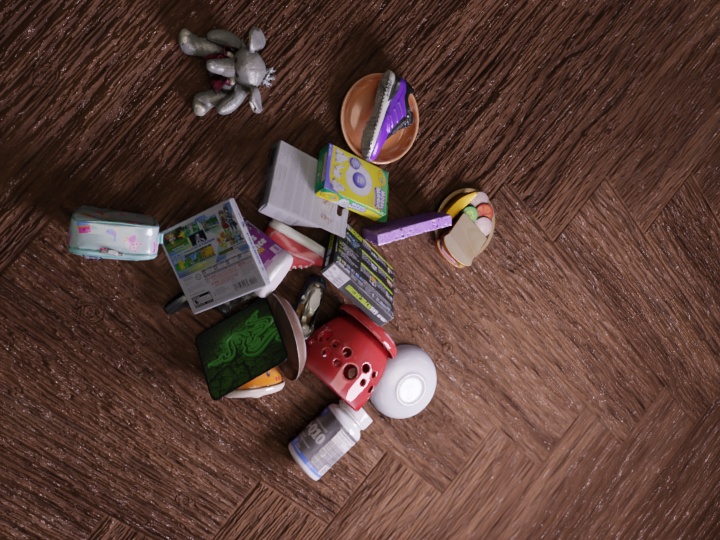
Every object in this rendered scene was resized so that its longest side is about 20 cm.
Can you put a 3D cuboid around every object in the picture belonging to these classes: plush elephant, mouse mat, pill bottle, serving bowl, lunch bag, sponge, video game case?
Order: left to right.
[{"bbox_3d":[-0.463,-0.069,1.005,0.158,0.200,0.078,8,100,-24],"label":"lunch bag"},{"bbox_3d":[-0.298,-0.025,1.063,0.197,0.022,0.185,-20,98,23],"label":"video game case"},{"bbox_3d":[-0.251,-0.397,1.043,0.197,0.155,0.168,-6,103,-19],"label":"plush elephant"},{"bbox_3d":[-0.264,0.169,1.151,0.198,0.162,0.008,-30,154,6],"label":"mouse mat"},{"bbox_3d":[-0.250,-0.045,1.114,0.199,0.112,0.113,37,87,4],"label":"pill bottle"},{"bbox_3d":[-0.072,0.406,1.305,0.200,0.114,0.114,-42,112,-9],"label":"pill bottle"},{"bbox_3d":[0.120,0.302,1.385,0.197,0.066,0.204,-5,104,-20],"label":"serving bowl"},{"bbox_3d":[0.111,-0.105,1.271,0.197,0.111,0.030,-15,105,-17],"label":"sponge"}]

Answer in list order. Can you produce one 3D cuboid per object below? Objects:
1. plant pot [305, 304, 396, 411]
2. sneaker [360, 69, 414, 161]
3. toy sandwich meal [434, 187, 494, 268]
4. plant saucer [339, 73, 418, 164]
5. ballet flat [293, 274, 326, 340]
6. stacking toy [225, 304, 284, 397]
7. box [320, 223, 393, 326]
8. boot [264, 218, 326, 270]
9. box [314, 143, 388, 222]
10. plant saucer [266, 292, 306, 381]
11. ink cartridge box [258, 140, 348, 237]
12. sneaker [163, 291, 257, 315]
[{"bbox_3d":[-0.024,0.199,1.238,0.183,0.200,0.201,-46,113,-13],"label":"plant pot"},{"bbox_3d":[0.071,-0.336,1.190,0.098,0.069,0.203,16,96,-26],"label":"sneaker"},{"bbox_3d":[0.275,-0.112,1.356,0.202,0.070,0.209,-5,103,-20],"label":"toy sandwich meal"},{"bbox_3d":[0.042,-0.353,1.233,0.197,0.037,0.204,-5,103,-20],"label":"plant saucer"},{"bbox_3d":[-0.132,0.107,1.244,0.072,0.073,0.203,22,93,-24],"label":"ballet flat"},{"bbox_3d":[-0.250,0.180,1.196,0.144,0.146,0.204,-4,87,-20],"label":"stacking toy"},{"bbox_3d":[0.000,0.000,1.212,0.047,0.194,0.200,-36,116,23],"label":"box"},{"bbox_3d":[-0.149,-0.011,1.214,0.198,0.072,0.146,28,91,-16],"label":"boot"},{"bbox_3d":[-0.007,-0.195,1.205,0.198,0.048,0.119,20,63,-34],"label":"box"},{"bbox_3d":[-0.167,0.143,1.169,0.032,0.199,0.204,-16,107,-27],"label":"plant saucer"},{"bbox_3d":[-0.118,-0.171,1.169,0.198,0.057,0.165,25,61,-34],"label":"ink cartridge box"},{"bbox_3d":[-0.323,0.065,1.164,0.199,0.060,0.105,-36,108,-14],"label":"sneaker"}]
